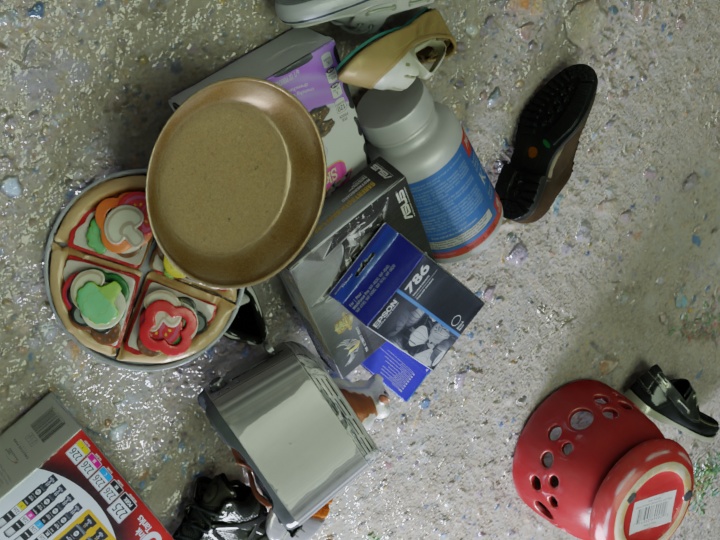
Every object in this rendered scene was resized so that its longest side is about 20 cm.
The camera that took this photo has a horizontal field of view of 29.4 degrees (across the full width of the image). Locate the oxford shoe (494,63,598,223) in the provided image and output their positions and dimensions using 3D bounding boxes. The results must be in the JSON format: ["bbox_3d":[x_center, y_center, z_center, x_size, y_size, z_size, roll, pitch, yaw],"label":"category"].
[{"bbox_3d":[0.227,-0.150,1.631,0.084,0.072,0.202,16,104,-57],"label":"oxford shoe"}]

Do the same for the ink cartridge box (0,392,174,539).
[{"bbox_3d":[-0.319,0.261,1.412,0.175,0.084,0.201,-41,130,-12],"label":"ink cartridge box"}]

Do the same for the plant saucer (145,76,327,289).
[{"bbox_3d":[-0.123,-0.085,1.308,0.198,0.035,0.203,-10,108,-33],"label":"plant saucer"}]

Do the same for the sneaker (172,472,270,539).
[{"bbox_3d":[-0.190,0.296,1.532,0.198,0.076,0.116,-25,123,-28],"label":"sneaker"}]

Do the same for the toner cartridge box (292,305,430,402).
[{"bbox_3d":[0.017,0.063,1.588,0.095,0.043,0.200,-50,131,-4],"label":"toner cartridge box"}]

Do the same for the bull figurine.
[{"bbox_3d":[-0.058,0.168,1.535,0.200,0.121,0.065,-45,175,-16],"label":"bull figurine"}]

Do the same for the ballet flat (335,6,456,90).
[{"bbox_3d":[0.046,-0.219,1.401,0.069,0.063,0.200,-41,180,39],"label":"ballet flat"}]

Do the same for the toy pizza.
[{"bbox_3d":[-0.210,0.003,1.340,0.197,0.032,0.203,-1,102,-7],"label":"toy pizza"}]

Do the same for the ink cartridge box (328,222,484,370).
[{"bbox_3d":[0.053,0.032,1.468,0.100,0.039,0.200,-52,142,3],"label":"ink cartridge box"}]

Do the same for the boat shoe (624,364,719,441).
[{"bbox_3d":[0.458,0.191,1.955,0.199,0.072,0.068,28,98,-39],"label":"boat shoe"}]

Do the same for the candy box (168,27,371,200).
[{"bbox_3d":[-0.082,-0.120,1.406,0.167,0.071,0.202,-33,128,-20],"label":"candy box"}]

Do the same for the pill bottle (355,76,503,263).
[{"bbox_3d":[0.073,-0.112,1.496,0.112,0.112,0.201,-43,131,-11],"label":"pill bottle"}]

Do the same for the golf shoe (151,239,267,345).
[{"bbox_3d":[-0.156,0.002,1.399,0.078,0.094,0.200,-47,129,-6],"label":"golf shoe"}]

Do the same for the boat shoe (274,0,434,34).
[{"bbox_3d":[0.005,-0.271,1.393,0.198,0.073,0.068,-24,122,-26],"label":"boat shoe"}]

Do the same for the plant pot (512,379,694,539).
[{"bbox_3d":[0.331,0.271,1.832,0.198,0.182,0.203,-15,118,-30],"label":"plant pot"}]

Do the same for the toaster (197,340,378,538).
[{"bbox_3d":[-0.069,0.172,1.433,0.128,0.114,0.201,-35,105,-7],"label":"toaster"}]

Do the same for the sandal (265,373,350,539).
[{"bbox_3d":[-0.063,0.220,1.601,0.079,0.059,0.209,35,68,-36],"label":"sandal"}]

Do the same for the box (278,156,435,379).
[{"bbox_3d":[0.000,0.000,1.459,0.158,0.048,0.201,-39,141,-14],"label":"box"}]
